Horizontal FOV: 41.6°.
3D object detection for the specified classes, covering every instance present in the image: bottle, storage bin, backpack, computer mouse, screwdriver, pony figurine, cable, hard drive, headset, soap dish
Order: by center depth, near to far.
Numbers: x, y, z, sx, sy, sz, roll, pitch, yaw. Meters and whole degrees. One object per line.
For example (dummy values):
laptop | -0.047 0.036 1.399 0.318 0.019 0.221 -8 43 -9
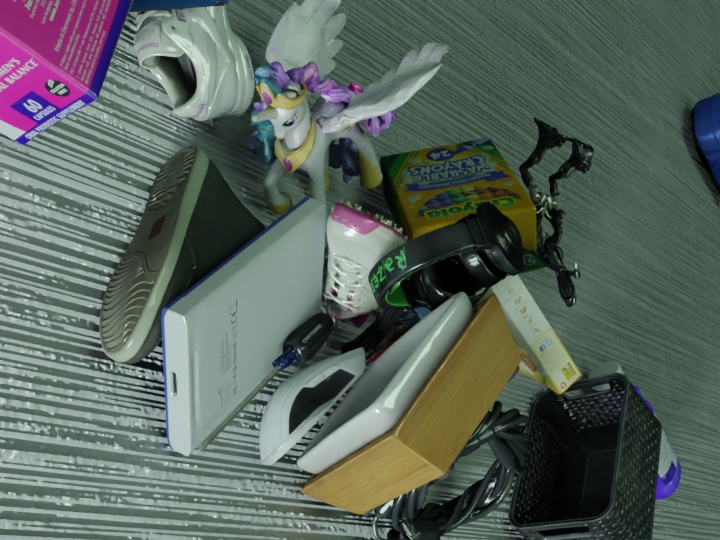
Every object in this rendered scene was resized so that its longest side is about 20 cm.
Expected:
screwdriver | -0.077 0.085 0.777 0.200 0.028 0.029 -37 111 -54
hard drive | -0.090 0.040 0.777 0.200 0.025 0.134 -44 146 -50
soap dish | 0.039 0.118 0.798 0.081 0.200 0.158 42 56 -2
headset | 0.103 0.004 0.822 0.198 0.124 0.095 -10 69 -33
computer mouse | -0.030 0.092 0.841 0.044 0.110 0.200 47 48 1
pony figurine | -0.027 -0.139 0.864 0.194 0.165 0.201 -51 153 -28
cable | 0.097 0.192 0.911 0.051 0.165 0.199 38 18 35
storage bin | 0.266 0.235 1.112 0.094 0.134 0.202 47 44 -28
bottle | 0.379 0.221 1.320 0.201 0.065 0.084 59 39 -17
backpack | 0.776 -0.276 1.941 0.200 0.167 0.164 47 37 -23

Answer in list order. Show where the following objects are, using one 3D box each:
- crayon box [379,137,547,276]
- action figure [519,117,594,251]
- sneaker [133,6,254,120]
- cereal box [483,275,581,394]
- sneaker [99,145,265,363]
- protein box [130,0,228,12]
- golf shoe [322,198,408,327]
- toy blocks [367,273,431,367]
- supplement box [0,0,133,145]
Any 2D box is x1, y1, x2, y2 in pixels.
crayon box | 0.099 -0.063 0.959 0.201 0.124 0.052 -108 -172 -56
action figure | 0.210 -0.080 1.185 0.118 0.202 0.102 21 18 -18
sneaker | -0.156 -0.225 0.812 0.099 0.074 0.203 -27 97 -53
cereal box | 0.151 0.035 1.052 0.039 0.144 0.201 -39 113 -9
sneaker | -0.129 0.003 0.757 0.106 0.074 0.202 43 45 -33
protein box | -0.176 -0.334 0.704 0.199 0.133 0.203 101 -16 -74
golf shoe | 0.000 0.000 0.862 0.092 0.075 0.200 -62 166 -9
toy blocks | 0.076 0.077 0.987 0.137 0.100 0.200 53 40 -5
supplement box | -0.270 -0.191 0.635 0.199 0.100 0.105 36 51 -37
